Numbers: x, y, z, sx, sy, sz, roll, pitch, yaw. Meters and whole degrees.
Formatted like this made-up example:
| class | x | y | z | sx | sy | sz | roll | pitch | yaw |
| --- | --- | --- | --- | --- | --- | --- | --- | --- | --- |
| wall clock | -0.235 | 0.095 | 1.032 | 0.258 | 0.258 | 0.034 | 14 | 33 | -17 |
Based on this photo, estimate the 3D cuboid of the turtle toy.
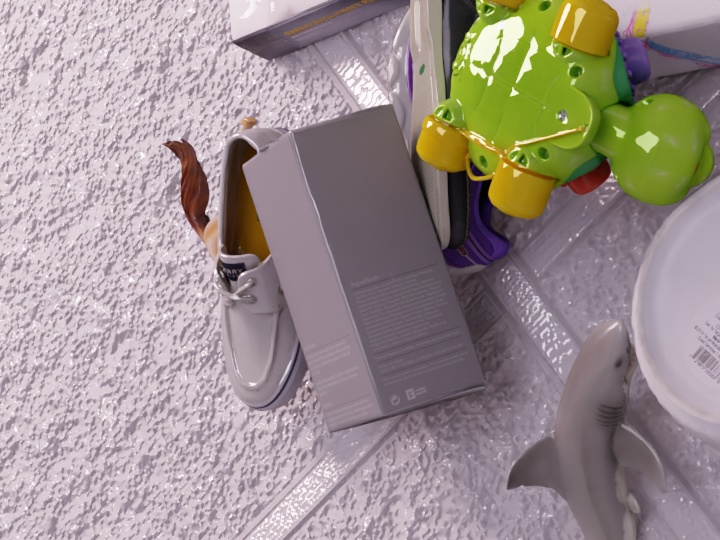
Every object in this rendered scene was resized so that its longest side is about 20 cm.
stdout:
| class | x | y | z | sx | sy | sz | roll | pitch | yaw |
| --- | --- | --- | --- | --- | --- | --- | --- | --- | --- |
| turtle toy | 0.132 | -0.102 | 1.471 | 0.200 | 0.101 | 0.146 | 36 | 110 | 43 |

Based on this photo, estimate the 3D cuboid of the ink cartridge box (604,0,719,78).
| class | x | y | z | sx | sy | sz | roll | pitch | yaw |
| --- | --- | --- | --- | --- | --- | --- | --- | --- | --- |
| ink cartridge box | 0.204 | -0.209 | 1.550 | 0.200 | 0.087 | 0.146 | -10 | 71 | 36 |

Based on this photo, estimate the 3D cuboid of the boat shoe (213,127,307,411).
| class | x | y | z | sx | sy | sz | roll | pitch | yaw |
| --- | --- | --- | --- | --- | --- | --- | --- | --- | --- |
| boat shoe | -0.076 | -0.001 | 1.648 | 0.071 | 0.070 | 0.200 | 7 | 95 | 31 |

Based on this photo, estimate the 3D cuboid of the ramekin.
| class | x | y | z | sx | sy | sz | roll | pitch | yaw |
| --- | --- | --- | --- | --- | --- | --- | --- | --- | --- |
| ramekin | 0.259 | 0.027 | 1.424 | 0.200 | 0.105 | 0.201 | -11 | 70 | 33 |

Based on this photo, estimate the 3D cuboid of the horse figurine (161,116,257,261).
| class | x | y | z | sx | sy | sz | roll | pitch | yaw |
| --- | --- | --- | --- | --- | --- | --- | --- | --- | --- |
| horse figurine | -0.064 | -0.029 | 1.710 | 0.200 | 0.050 | 0.133 | 28 | 111 | 31 |

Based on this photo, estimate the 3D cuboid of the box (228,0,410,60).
| class | x | y | z | sx | sy | sz | roll | pitch | yaw |
| --- | --- | --- | --- | --- | --- | --- | --- | --- | --- |
| box | -0.029 | -0.277 | 1.769 | 0.158 | 0.048 | 0.200 | -18 | 66 | 31 |

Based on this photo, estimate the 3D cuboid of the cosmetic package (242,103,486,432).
| class | x | y | z | sx | sy | sz | roll | pitch | yaw |
| --- | --- | --- | --- | --- | --- | --- | --- | --- | --- |
| cosmetic package | 0.000 | 0.000 | 1.576 | 0.107 | 0.090 | 0.200 | -21 | 83 | 67 |

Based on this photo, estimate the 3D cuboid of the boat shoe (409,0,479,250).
| class | x | y | z | sx | sy | sz | roll | pitch | yaw |
| --- | --- | --- | --- | --- | --- | --- | --- | --- | --- |
| boat shoe | 0.069 | -0.112 | 1.569 | 0.072 | 0.067 | 0.200 | 164 | 108 | -75 |

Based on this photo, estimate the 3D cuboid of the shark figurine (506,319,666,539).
| class | x | y | z | sx | sy | sz | roll | pitch | yaw |
| --- | --- | --- | --- | --- | --- | --- | --- | --- | --- |
| shark figurine | 0.139 | 0.145 | 1.480 | 0.128 | 0.089 | 0.215 | 159 | 102 | -70 |

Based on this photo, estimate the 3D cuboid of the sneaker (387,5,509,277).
| class | x | y | z | sx | sy | sz | roll | pitch | yaw |
| --- | --- | --- | --- | --- | --- | --- | --- | --- | --- |
| sneaker | 0.071 | -0.095 | 1.636 | 0.083 | 0.081 | 0.200 | -9 | 80 | 20 |
